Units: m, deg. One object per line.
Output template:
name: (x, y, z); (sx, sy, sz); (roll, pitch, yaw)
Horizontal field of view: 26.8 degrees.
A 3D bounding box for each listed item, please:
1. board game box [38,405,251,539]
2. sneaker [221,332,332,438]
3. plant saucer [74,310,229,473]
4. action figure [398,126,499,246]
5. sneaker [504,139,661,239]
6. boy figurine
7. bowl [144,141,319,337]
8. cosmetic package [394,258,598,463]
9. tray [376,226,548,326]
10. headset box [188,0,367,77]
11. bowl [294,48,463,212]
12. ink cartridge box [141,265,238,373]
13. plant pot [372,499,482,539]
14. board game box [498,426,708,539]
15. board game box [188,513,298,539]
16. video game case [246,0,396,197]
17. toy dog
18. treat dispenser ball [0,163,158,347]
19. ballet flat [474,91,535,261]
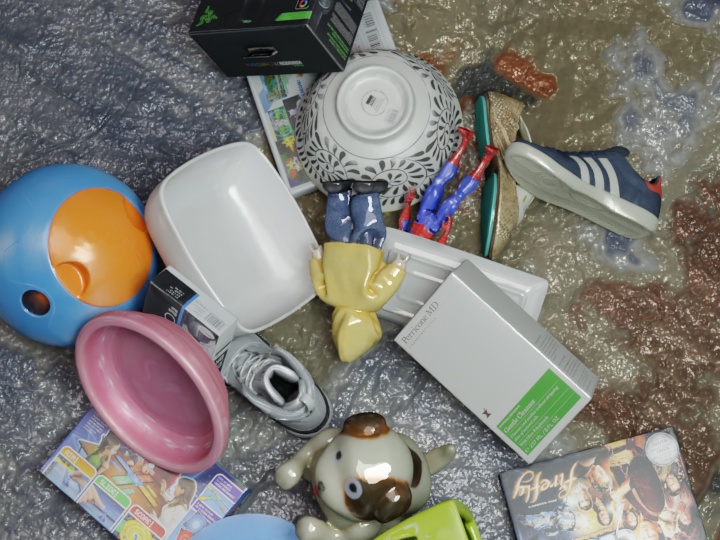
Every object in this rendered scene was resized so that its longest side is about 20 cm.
board game box: (-0.239, 0.234, 1.681); (0.199, 0.034, 0.136); (38, 81, 12)
sneaker: (-0.118, 0.104, 1.667); (0.199, 0.115, 0.075); (36, 79, 13)
plant saucer: (-0.214, 0.122, 1.607); (0.200, 0.201, 0.051); (35, 48, 13)
action figure: (0.081, -0.064, 1.712); (0.065, 0.052, 0.201); (34, 104, 18)
sneaker: (0.255, -0.113, 1.707); (0.199, 0.075, 0.085); (27, 70, -17)
boy figurine: (0.000, 0.000, 1.675); (0.123, 0.064, 0.202); (0, 94, 26)
bowl: (-0.146, -0.028, 1.676); (0.074, 0.199, 0.201); (-28, 93, 37)
cosmetic package: (0.148, 0.096, 1.637); (0.200, 0.085, 0.108); (40, 108, 4)
tray: (0.102, 0.031, 1.693); (0.198, 0.022, 0.108); (19, 110, 9)
headset box: (-0.085, -0.322, 1.747); (0.173, 0.093, 0.202); (3, 64, 33)
bowl: (0.018, -0.176, 1.725); (0.198, 0.094, 0.203); (-1, 76, 4)
ink cartridge box: (-0.198, 0.093, 1.638); (0.099, 0.201, 0.039); (35, 49, 13)
plant pot: (0.055, 0.361, 1.547); (0.180, 0.200, 0.201); (-21, 75, 6)
board game box: (0.262, 0.261, 1.639); (0.198, 0.035, 0.137); (-15, 74, 0)
board game box: (-0.120, 0.367, 1.632); (0.157, 0.039, 0.202); (-22, 76, -5)
video game case: (-0.032, -0.205, 1.796); (0.181, 0.022, 0.202); (-19, 75, -1)
toy dog: (0.010, 0.224, 1.581); (0.192, 0.200, 0.141); (-10, 74, 2)
treat dispenser ball: (-0.323, -0.017, 1.671); (0.199, 0.201, 0.203); (-1, 74, 4)
ballet flat: (0.170, -0.110, 1.734); (0.065, 0.071, 0.202); (2, 78, -10)
